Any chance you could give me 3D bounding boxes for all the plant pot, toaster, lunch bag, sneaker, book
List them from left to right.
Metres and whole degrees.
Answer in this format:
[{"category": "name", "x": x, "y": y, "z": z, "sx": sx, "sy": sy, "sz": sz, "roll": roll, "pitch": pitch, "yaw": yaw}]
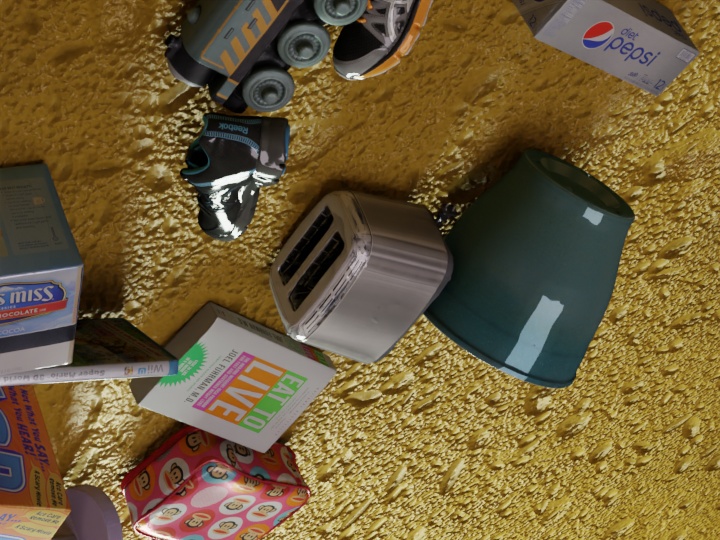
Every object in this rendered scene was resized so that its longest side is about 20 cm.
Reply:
[{"category": "lunch bag", "x": -0.174, "y": 0.262, "z": 1.852, "sx": 0.176, "sy": 0.082, "sz": 0.199, "roll": -40, "pitch": 143, "yaw": 18}, {"category": "sneaker", "x": -0.124, "y": -0.091, "z": 1.448, "sx": 0.081, "sy": 0.074, "sz": 0.200, "roll": 11, "pitch": 153, "yaw": -14}, {"category": "book", "x": -0.135, "y": 0.114, "z": 1.734, "sx": 0.134, "sy": 0.048, "sz": 0.199, "roll": -45, "pitch": 139, "yaw": 17}, {"category": "toaster", "x": 0.000, "y": 0.000, "z": 1.615, "sx": 0.128, "sy": 0.114, "sz": 0.200, "roll": 12, "pitch": 131, "yaw": -38}, {"category": "sneaker", "x": 0.026, "y": -0.252, "z": 1.361, "sx": 0.077, "sy": 0.079, "sz": 0.201, "roll": 16, "pitch": 119, "yaw": -35}, {"category": "plant pot", "x": 0.180, "y": -0.013, "z": 1.659, "sx": 0.199, "sy": 0.200, "sz": 0.189, "roll": 12, "pitch": 115, "yaw": -41}]

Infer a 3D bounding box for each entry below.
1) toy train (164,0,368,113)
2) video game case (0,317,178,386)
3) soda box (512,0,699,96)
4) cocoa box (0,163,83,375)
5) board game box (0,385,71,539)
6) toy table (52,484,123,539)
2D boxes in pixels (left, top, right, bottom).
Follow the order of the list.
[{"category": "toy train", "x": -0.078, "y": -0.218, "z": 1.331, "sx": 0.113, "sy": 0.086, "sz": 0.200, "roll": 23, "pitch": 125, "yaw": -31}, {"category": "video game case", "x": -0.289, "y": 0.075, "z": 1.508, "sx": 0.198, "sy": 0.143, "sz": 0.018, "roll": -2, "pitch": 106, "yaw": -31}, {"category": "soda box", "x": 0.230, "y": -0.234, "z": 1.509, "sx": 0.199, "sy": 0.069, "sz": 0.063, "roll": 16, "pitch": 128, "yaw": -43}, {"category": "cocoa box", "x": -0.352, "y": 0.006, "z": 1.380, "sx": 0.198, "sy": 0.134, "sz": 0.132, "roll": -8, "pitch": 139, "yaw": -24}, {"category": "board game box", "x": -0.426, "y": 0.202, "z": 1.517, "sx": 0.199, "sy": 0.201, "sz": 0.200, "roll": 10, "pitch": 130, "yaw": -39}, {"category": "toy table", "x": -0.353, "y": 0.326, "z": 1.760, "sx": 0.116, "sy": 0.184, "sz": 0.201, "roll": -15, "pitch": 137, "yaw": -43}]
